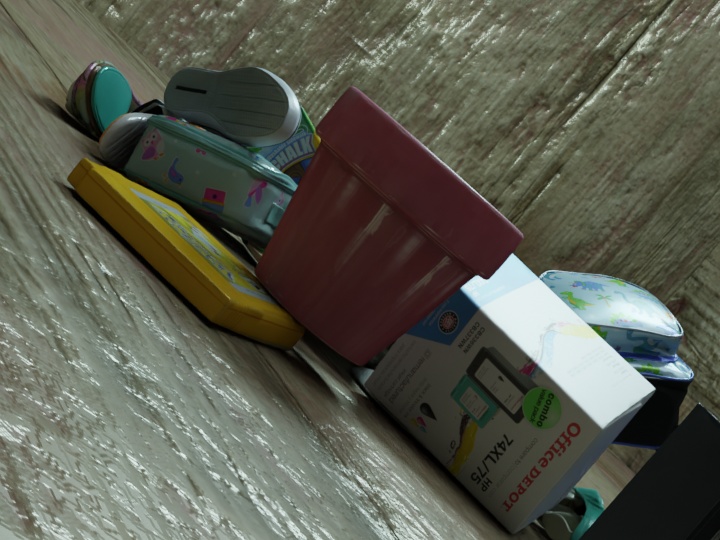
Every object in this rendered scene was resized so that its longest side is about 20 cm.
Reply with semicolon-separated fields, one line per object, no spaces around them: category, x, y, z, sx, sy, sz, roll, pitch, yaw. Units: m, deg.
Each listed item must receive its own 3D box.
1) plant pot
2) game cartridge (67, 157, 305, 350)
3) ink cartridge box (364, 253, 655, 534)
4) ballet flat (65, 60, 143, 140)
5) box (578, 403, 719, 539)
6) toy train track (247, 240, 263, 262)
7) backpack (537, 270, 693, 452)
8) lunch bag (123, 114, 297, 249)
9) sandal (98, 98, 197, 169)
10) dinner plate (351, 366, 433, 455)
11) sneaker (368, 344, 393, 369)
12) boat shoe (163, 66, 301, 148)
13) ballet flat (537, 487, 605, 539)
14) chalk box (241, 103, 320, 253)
plant pot;0.012;-0.027;1.489;0.200;0.179;0.200;39;4;-4
game cartridge;-0.138;-0.012;1.398;0.176;0.032;0.200;42;2;16
ink cartridge box;0.141;0.110;1.612;0.200;0.147;0.146;44;27;15
ballet flat;-0.259;-0.164;1.773;0.071;0.070;0.200;23;-8;23
box;0.280;0.232;1.541;0.079;0.200;0.141;43;3;30
toy train track;-0.074;0.029;1.591;0.115;0.033;0.200;44;5;-6
backpack;0.234;0.083;1.782;0.181;0.149;0.200;6;17;-18
lunch bag;-0.125;-0.079;1.670;0.159;0.078;0.200;23;-3;18
sandal;-0.216;-0.138;1.714;0.059;0.079;0.207;44;6;15
dinner plate;0.072;0.156;1.702;0.200;0.024;0.200;42;4;-4
sneaker;0.062;0.088;1.912;0.075;0.082;0.200;42;4;11
boat shoe;-0.109;-0.156;1.658;0.067;0.074;0.199;29;-2;-41
ballet flat;0.215;0.253;1.749;0.070;0.068;0.200;26;3;-7
chalk box;-0.105;-0.118;1.858;0.201;0.123;0.125;61;-7;-29
